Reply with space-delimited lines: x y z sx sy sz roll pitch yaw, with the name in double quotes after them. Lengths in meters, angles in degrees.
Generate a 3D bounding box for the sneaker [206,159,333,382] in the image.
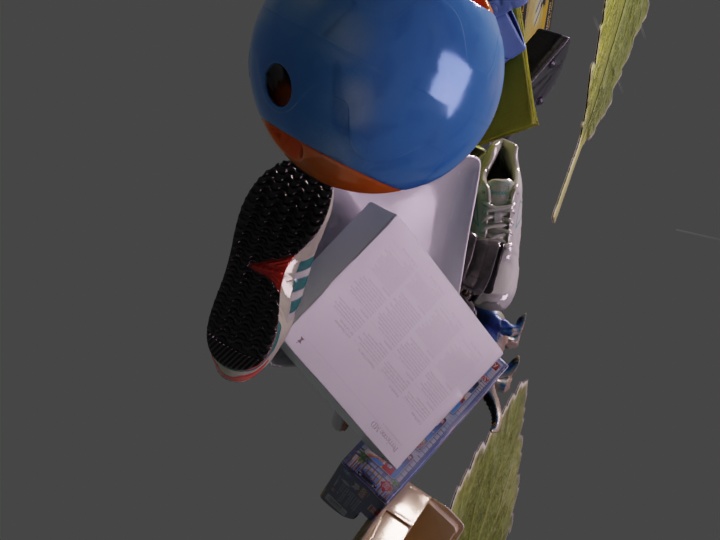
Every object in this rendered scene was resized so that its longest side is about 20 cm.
-0.078 0.002 1.429 0.093 0.070 0.201 106 3 -68 "sneaker"

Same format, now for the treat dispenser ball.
0.013 -0.161 1.338 0.201 0.200 0.202 14 90 -72 "treat dispenser ball"

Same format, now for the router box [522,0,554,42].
0.182 -0.343 1.939 0.157 0.052 0.201 -39 139 -60 "router box"

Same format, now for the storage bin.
0.003 0.346 1.754 0.200 0.093 0.199 -47 168 -54 "storage bin"

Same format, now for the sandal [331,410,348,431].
0.021 0.103 1.707 0.207 0.059 0.079 106 10 -55 "sandal"

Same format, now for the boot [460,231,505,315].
0.086 -0.046 1.692 0.070 0.131 0.201 -64 175 -65 "boot"

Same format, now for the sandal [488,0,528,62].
0.122 -0.226 1.676 0.080 0.087 0.201 -75 178 -63 "sandal"

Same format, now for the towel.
0.133 -0.232 1.728 0.018 0.086 0.201 2 77 -43 "towel"

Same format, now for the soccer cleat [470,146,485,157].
0.098 -0.130 1.798 0.200 0.083 0.065 -25 127 -67 "soccer cleat"

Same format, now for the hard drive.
0.175 -0.198 1.927 0.135 0.042 0.200 -49 173 -7 "hard drive"

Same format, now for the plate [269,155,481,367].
0.008 -0.013 1.565 0.199 0.032 0.201 -1 109 -31 "plate"

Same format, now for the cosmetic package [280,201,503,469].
0.021 0.061 1.549 0.151 0.052 0.200 -47 125 -12 "cosmetic package"

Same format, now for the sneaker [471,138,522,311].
0.138 -0.052 1.814 0.080 0.070 0.201 107 -12 -57 "sneaker"

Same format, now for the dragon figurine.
0.118 0.084 1.811 0.059 0.099 0.201 99 3 -62 "dragon figurine"

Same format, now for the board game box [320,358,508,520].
0.055 0.159 1.718 0.200 0.062 0.200 -46 174 -17 "board game box"
